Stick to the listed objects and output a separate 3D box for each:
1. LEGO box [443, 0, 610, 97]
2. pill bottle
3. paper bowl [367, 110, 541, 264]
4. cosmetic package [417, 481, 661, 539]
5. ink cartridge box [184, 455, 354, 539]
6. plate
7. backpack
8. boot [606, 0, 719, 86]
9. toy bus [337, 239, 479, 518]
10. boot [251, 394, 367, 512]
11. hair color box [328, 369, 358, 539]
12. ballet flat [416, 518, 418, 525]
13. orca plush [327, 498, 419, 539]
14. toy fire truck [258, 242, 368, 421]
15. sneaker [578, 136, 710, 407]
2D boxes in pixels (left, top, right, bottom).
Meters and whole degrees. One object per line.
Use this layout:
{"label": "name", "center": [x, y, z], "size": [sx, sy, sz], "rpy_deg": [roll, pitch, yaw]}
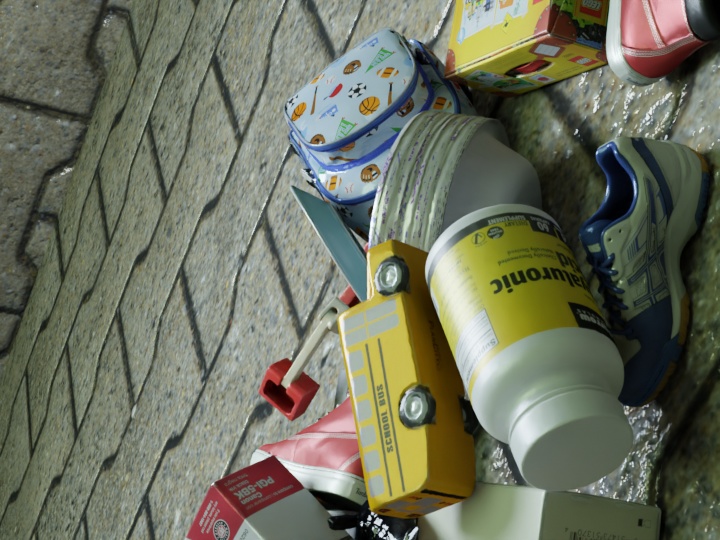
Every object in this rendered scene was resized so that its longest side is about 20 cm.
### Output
{"label": "LEGO box", "center": [0.161, -0.249, 1.437], "size": [0.200, 0.077, 0.149], "rpy_deg": [171, 111, -67]}
{"label": "pill bottle", "center": [0.123, 0.056, 1.160], "size": [0.111, 0.111, 0.200], "rpy_deg": [-60, 34, 36]}
{"label": "paper bowl", "center": [0.089, -0.032, 1.379], "size": [0.201, 0.104, 0.201], "rpy_deg": [9, -90, -70]}
{"label": "cosmetic package", "center": [0.128, 0.208, 1.221], "size": [0.200, 0.103, 0.087], "rpy_deg": [169, 111, -68]}
{"label": "ink cartridge box", "center": [-0.064, 0.288, 1.424], "size": [0.200, 0.083, 0.147], "rpy_deg": [43, 128, 24]}
{"label": "plate", "center": [0.000, 0.000, 1.474], "size": [0.026, 0.200, 0.200], "rpy_deg": [-34, 29, 1]}
{"label": "backpack", "center": [0.030, -0.123, 1.542], "size": [0.200, 0.154, 0.191], "rpy_deg": [-41, 44, 8]}
{"label": "boot", "center": [0.248, -0.258, 1.245], "size": [0.144, 0.072, 0.200], "rpy_deg": [148, 123, -60]}
{"label": "toy bus", "center": [0.035, 0.081, 1.238], "size": [0.078, 0.065, 0.200], "rpy_deg": [-27, 62, 33]}
{"label": "boot", "center": [-0.019, 0.146, 1.508], "size": [0.200, 0.072, 0.144], "rpy_deg": [-4, 58, 57]}
{"label": "hair color box", "center": [0.009, 0.196, 1.576], "size": [0.099, 0.061, 0.200], "rpy_deg": [163, 118, -64]}
{"label": "ballet flat", "center": [0.069, 0.228, 1.428], "size": [0.200, 0.068, 0.072], "rpy_deg": [-9, 89, 63]}
{"label": "orca plush", "center": [0.007, 0.223, 1.314], "size": [0.200, 0.071, 0.105], "rpy_deg": [-85, 0, -80]}
{"label": "toy fire truck", "center": [-0.014, 0.047, 1.621], "size": [0.049, 0.141, 0.200], "rpy_deg": [39, 124, 16]}
{"label": "sneaker", "center": [0.195, -0.001, 1.198], "size": [0.075, 0.088, 0.200], "rpy_deg": [-8, 71, 65]}
